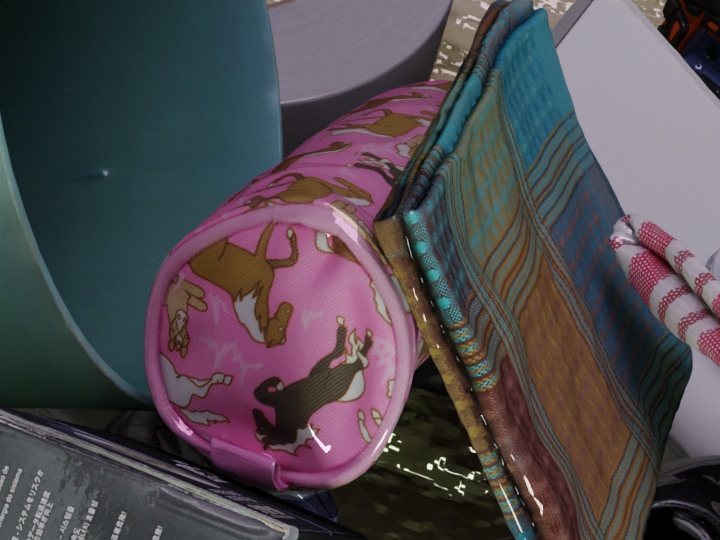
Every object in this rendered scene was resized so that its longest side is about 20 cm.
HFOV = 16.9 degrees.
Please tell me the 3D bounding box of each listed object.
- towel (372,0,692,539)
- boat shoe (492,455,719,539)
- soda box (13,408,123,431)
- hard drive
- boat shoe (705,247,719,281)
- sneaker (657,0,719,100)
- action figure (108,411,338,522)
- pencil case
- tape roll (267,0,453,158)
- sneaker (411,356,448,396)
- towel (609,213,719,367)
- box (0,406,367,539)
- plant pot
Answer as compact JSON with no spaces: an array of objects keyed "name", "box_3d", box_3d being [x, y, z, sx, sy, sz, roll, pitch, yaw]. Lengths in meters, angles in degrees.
[{"name":"towel","box_3d":[0.059,0.010,0.728,0.022,0.148,0.200,-20,16,20]},{"name":"boat shoe","box_3d":[0.097,0.098,0.781,0.199,0.068,0.072,-5,82,-38]},{"name":"soda box","box_3d":[-0.153,0.003,0.854,0.199,0.068,0.064,34,52,14]},{"name":"hard drive","box_3d":[0.123,0.006,0.890,0.200,0.026,0.132,47,52,-11]},{"name":"boat shoe","box_3d":[0.216,0.033,0.881,0.199,0.071,0.073,18,61,-28]},{"name":"sneaker","box_3d":[0.204,-0.064,0.972,0.078,0.076,0.200,-12,43,-30]},{"name":"action figure","box_3d":[-0.008,0.124,0.779,0.130,0.069,0.201,-21,75,-47]},{"name":"pencil case","box_3d":[0.000,0.000,0.733,0.087,0.082,0.200,67,19,-6]},{"name":"tape roll","box_3d":[-0.062,-0.120,0.975,0.198,0.066,0.202,6,51,-7]},{"name":"sneaker","box_3d":[-0.003,-0.016,0.907,0.199,0.076,0.116,12,41,-21]},{"name":"towel","box_3d":[0.148,0.072,0.725,0.030,0.146,0.200,-40,32,4]},{"name":"box","box_3d":[-0.079,0.148,0.644,0.085,0.164,0.202,20,87,8]},{"name":"plant pot","box_3d":[-0.134,-0.050,0.736,0.160,0.201,0.202,-7,47,20]}]
